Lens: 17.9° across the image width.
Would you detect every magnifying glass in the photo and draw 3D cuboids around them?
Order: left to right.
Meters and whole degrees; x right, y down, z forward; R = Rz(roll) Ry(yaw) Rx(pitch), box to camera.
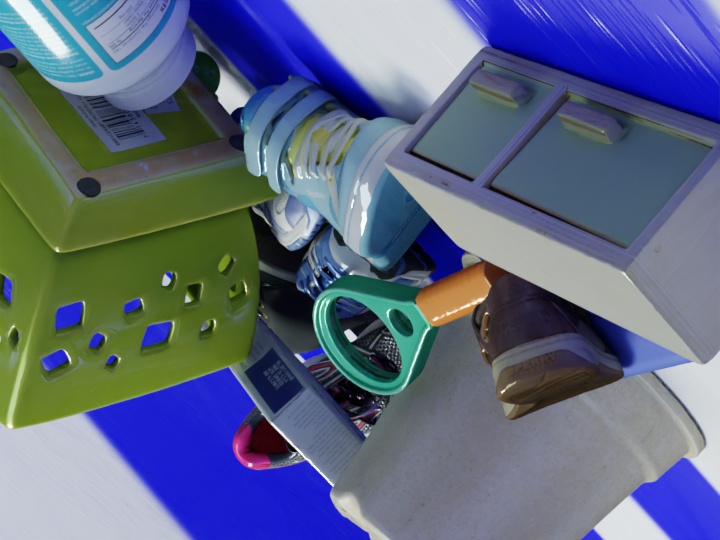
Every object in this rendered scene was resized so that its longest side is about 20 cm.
[{"bbox_3d":[0.031,0.027,1.371,0.080,0.022,0.200,55,147,-5],"label":"magnifying glass"}]

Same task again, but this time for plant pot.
[{"bbox_3d":[-0.179,-0.043,1.501,0.200,0.198,0.182,51,139,30],"label":"plant pot"},{"bbox_3d":[0.086,0.119,1.466,0.200,0.184,0.200,41,172,6],"label":"plant pot"}]

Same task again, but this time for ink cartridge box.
[{"bbox_3d":[-0.018,0.123,1.611,0.200,0.041,0.200,50,178,-27],"label":"ink cartridge box"}]

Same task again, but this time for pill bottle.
[{"bbox_3d":[-0.174,-0.179,1.364,0.111,0.111,0.200,35,169,39],"label":"pill bottle"}]

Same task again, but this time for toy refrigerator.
[{"bbox_3d":[0.095,-0.035,0.982,0.070,0.076,0.200,46,172,-30],"label":"toy refrigerator"}]

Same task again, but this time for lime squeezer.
[{"bbox_3d":[-0.135,-0.120,1.602,0.201,0.070,0.038,99,171,-48],"label":"lime squeezer"}]

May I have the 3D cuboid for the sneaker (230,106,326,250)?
[{"bbox_3d":[-0.058,-0.069,1.536,0.088,0.075,0.200,43,171,-12],"label":"sneaker"}]

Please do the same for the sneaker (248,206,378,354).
[{"bbox_3d":[-0.070,0.005,1.674,0.199,0.106,0.075,26,-135,-31],"label":"sneaker"}]

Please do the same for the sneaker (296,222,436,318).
[{"bbox_3d":[0.000,0.000,1.518,0.076,0.077,0.200,42,-177,3],"label":"sneaker"}]

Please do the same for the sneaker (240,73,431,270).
[{"bbox_3d":[-0.020,-0.070,1.339,0.130,0.080,0.200,39,171,8],"label":"sneaker"}]

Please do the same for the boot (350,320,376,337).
[{"bbox_3d":[-0.039,-0.013,1.772,0.200,0.066,0.165,45,180,-4],"label":"boot"}]

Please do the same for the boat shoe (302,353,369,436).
[{"bbox_3d":[0.037,0.102,1.821,0.199,0.071,0.070,-5,164,29],"label":"boat shoe"}]

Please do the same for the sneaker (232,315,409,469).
[{"bbox_3d":[-0.011,0.101,1.751,0.081,0.200,0.075,57,-151,4],"label":"sneaker"}]

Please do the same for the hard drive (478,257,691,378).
[{"bbox_3d":[0.121,0.005,1.253,0.132,0.025,0.200,42,172,0],"label":"hard drive"}]

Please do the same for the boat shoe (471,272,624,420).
[{"bbox_3d":[0.097,0.036,1.251,0.200,0.072,0.072,28,-139,-77],"label":"boat shoe"}]
